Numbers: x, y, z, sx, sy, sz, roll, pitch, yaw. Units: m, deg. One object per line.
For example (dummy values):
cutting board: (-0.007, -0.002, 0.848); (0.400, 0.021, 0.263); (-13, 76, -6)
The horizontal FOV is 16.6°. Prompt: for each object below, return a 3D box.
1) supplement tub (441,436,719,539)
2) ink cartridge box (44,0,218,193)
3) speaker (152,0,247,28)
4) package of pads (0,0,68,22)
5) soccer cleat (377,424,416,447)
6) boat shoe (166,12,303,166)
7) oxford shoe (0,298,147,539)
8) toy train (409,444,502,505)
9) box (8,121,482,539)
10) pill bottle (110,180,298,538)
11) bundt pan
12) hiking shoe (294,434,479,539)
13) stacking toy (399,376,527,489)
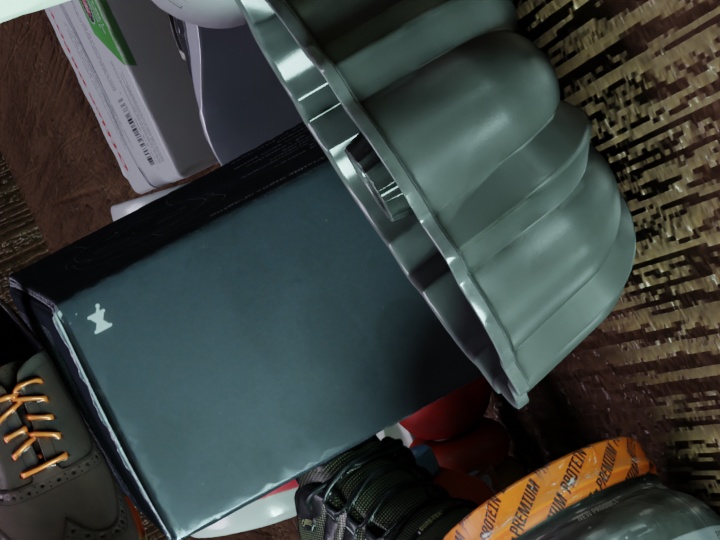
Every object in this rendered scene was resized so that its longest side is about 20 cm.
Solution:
supplement tub: (0.118, 0.174, 0.969); (0.200, 0.122, 0.123); (61, 168, 18)
ink cartridge box: (-0.117, -0.130, 1.456); (0.147, 0.083, 0.200); (65, 168, -5)
speaker: (-0.054, -0.162, 1.110); (0.081, 0.081, 0.200); (64, 169, -2)
package of pads: (-0.083, -0.169, 0.920); (0.155, 0.199, 0.068); (-132, 26, -56)
soccer cleat: (0.022, 0.096, 1.391); (0.078, 0.069, 0.201); (94, 155, -78)
boat shoe: (-0.071, -0.134, 1.291); (0.066, 0.070, 0.201); (-128, 15, -73)
oxford shoe: (-0.150, 0.083, 1.098); (0.200, 0.071, 0.073); (53, 161, 40)
toy train: (0.093, 0.169, 1.183); (0.201, 0.056, 0.150); (64, 157, -10)
box: (-0.044, 0.016, 1.153); (0.124, 0.200, 0.197); (63, 169, -8)
pill bottle: (-0.079, 0.047, 1.444); (0.111, 0.110, 0.201); (174, 79, -78)
bundt pan: (0.033, -0.052, 0.917); (0.202, 0.076, 0.202); (55, 177, 4)
hiking shoe: (0.009, 0.119, 1.129); (0.101, 0.076, 0.200); (57, 158, -3)
stacking toy: (0.059, 0.127, 1.260); (0.085, 0.085, 0.201); (-154, 44, -72)
